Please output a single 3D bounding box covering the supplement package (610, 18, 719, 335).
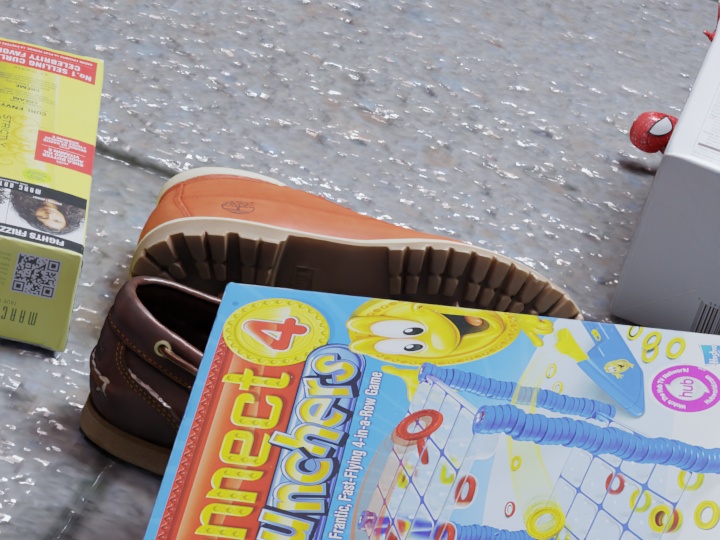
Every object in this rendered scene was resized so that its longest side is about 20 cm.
[{"bbox_3d":[0.211,-0.059,1.322,0.113,0.110,0.200,22,45,7],"label":"supplement package"}]

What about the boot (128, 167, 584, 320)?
[{"bbox_3d":[0.000,0.000,1.187,0.199,0.075,0.107,13,21,-7],"label":"boot"}]

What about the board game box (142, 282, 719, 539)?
[{"bbox_3d":[0.030,0.095,0.929,0.195,0.056,0.200,6,39,7],"label":"board game box"}]

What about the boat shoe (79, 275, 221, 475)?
[{"bbox_3d":[-0.009,0.060,1.061,0.199,0.070,0.070,17,25,-3],"label":"boat shoe"}]

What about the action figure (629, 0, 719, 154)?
[{"bbox_3d":[0.246,-0.078,1.469,0.199,0.099,0.065,9,26,-12],"label":"action figure"}]

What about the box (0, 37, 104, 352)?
[{"bbox_3d":[-0.154,-0.039,1.187,0.075,0.050,0.200,13,26,-8],"label":"box"}]
